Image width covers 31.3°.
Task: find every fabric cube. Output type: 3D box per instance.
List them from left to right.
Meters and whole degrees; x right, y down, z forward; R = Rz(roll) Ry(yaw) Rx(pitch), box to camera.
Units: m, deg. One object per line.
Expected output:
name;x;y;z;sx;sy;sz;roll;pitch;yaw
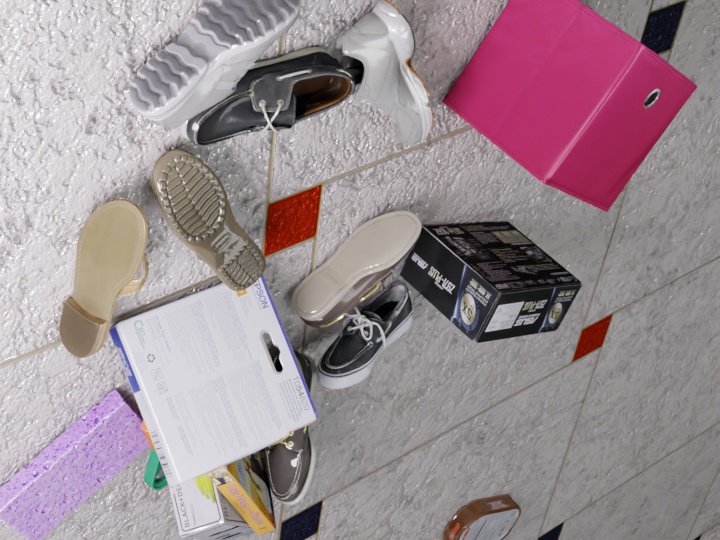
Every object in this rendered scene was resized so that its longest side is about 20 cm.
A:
fabric cube;0.265;-0.223;1.624;0.200;0.200;0.196;-55;147;13

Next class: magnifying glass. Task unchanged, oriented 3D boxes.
magnifying glass;-0.250;0.225;1.625;0.080;0.022;0.200;-46;163;-19

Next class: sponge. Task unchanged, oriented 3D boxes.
sponge;-0.346;0.239;1.559;0.200;0.030;0.112;-41;148;-12

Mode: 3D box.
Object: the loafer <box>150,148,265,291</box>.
loafer;-0.177;-0.057;1.419;0.076;0.067;0.201;-41;131;-15

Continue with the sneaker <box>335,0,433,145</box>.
sneaker;0.021;-0.215;1.482;0.092;0.076;0.201;-31;137;-10

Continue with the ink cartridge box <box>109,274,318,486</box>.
ink cartridge box;-0.170;0.124;1.512;0.199;0.201;0.041;-20;178;-32

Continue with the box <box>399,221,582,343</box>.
box;0.184;0.012;1.809;0.199;0.164;0.087;-5;129;-47

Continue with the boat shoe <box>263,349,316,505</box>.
boat shoe;-0.100;0.205;1.694;0.061;0.071;0.203;32;57;-62

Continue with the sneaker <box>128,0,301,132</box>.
sneaker;-0.144;-0.218;1.298;0.199;0.075;0.082;-37;160;-4

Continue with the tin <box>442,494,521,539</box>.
tin;0.238;0.491;2.484;0.199;0.042;0.113;2;119;-49

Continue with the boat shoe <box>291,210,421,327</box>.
boat shoe;0.000;0.000;1.674;0.200;0.072;0.060;-40;153;-4

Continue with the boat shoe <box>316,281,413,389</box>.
boat shoe;0.008;0.084;1.747;0.199;0.073;0.069;-37;137;-37

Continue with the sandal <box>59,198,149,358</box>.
sandal;-0.264;-0.001;1.388;0.070;0.077;0.213;-34;156;-56

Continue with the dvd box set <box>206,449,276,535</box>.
dvd box set;-0.159;0.230;1.630;0.029;0.147;0.200;-17;143;6

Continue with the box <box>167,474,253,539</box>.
box;-0.187;0.283;1.654;0.060;0.118;0.200;-18;163;7

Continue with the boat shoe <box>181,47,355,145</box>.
boat shoe;-0.098;-0.181;1.376;0.199;0.068;0.072;-25;143;-26
